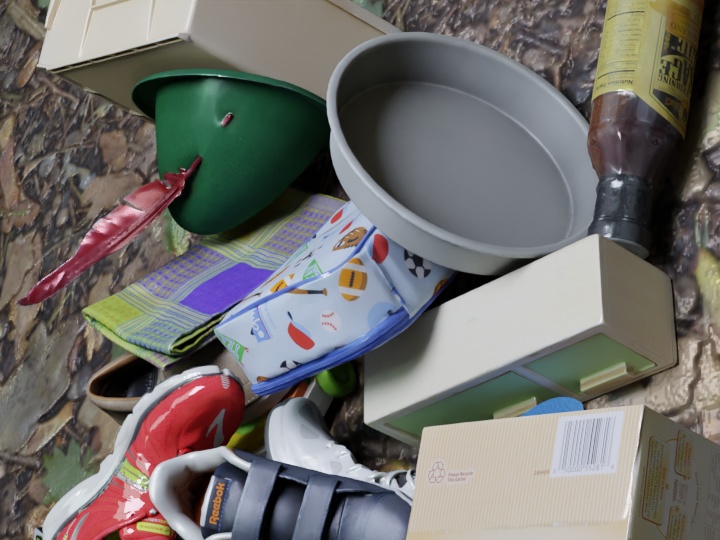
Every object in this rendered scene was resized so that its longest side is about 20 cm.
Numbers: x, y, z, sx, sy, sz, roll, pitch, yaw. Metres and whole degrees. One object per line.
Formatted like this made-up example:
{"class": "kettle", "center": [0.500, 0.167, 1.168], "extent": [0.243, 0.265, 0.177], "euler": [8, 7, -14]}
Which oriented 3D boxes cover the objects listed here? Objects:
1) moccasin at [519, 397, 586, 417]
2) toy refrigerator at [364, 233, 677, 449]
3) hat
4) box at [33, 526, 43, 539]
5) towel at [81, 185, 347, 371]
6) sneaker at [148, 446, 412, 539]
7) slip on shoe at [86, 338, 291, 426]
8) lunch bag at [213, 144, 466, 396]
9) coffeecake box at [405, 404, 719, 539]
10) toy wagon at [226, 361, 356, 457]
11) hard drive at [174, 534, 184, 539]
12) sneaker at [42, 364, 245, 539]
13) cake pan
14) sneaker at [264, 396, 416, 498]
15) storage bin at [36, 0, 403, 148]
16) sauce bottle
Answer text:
{"class": "moccasin", "center": [0.081, 0.169, 1.253], "extent": [0.200, 0.068, 0.080], "euler": [-50, 25, -9]}
{"class": "toy refrigerator", "center": [0.098, 0.054, 1.299], "extent": [0.199, 0.076, 0.070], "euler": [-26, 51, 37]}
{"class": "hat", "center": [-0.113, -0.037, 1.519], "extent": [0.199, 0.165, 0.178], "euler": [-4, 68, 45]}
{"class": "box", "center": [-0.191, 0.270, 1.498], "extent": [0.200, 0.034, 0.111], "euler": [22, 108, 57]}
{"class": "towel", "center": [-0.097, -0.002, 1.513], "extent": [0.199, 0.023, 0.143], "euler": [-34, 28, -21]}
{"class": "sneaker", "center": [-0.050, 0.160, 1.302], "extent": [0.199, 0.079, 0.079], "euler": [4, 74, 36]}
{"class": "slip on shoe", "center": [-0.120, 0.071, 1.487], "extent": [0.199, 0.060, 0.077], "euler": [-17, 56, 43]}
{"class": "lunch bag", "center": [0.000, 0.000, 1.378], "extent": [0.160, 0.076, 0.200], "euler": [-28, 10, 45]}
{"class": "coffeecake box", "center": [0.148, 0.142, 1.088], "extent": [0.153, 0.199, 0.074], "euler": [-11, 61, 45]}
{"class": "toy wagon", "center": [-0.072, 0.053, 1.525], "extent": [0.155, 0.039, 0.201], "euler": [-30, 49, 35]}
{"class": "hard drive", "center": [-0.100, 0.241, 1.432], "extent": [0.200, 0.033, 0.140], "euler": [42, 114, 52]}
{"class": "sneaker", "center": [-0.140, 0.156, 1.424], "extent": [0.200, 0.077, 0.085], "euler": [-51, 38, 15]}
{"class": "cake pan", "center": [0.067, -0.074, 1.330], "extent": [0.037, 0.199, 0.201], "euler": [117, 150, -43]}
{"class": "sneaker", "center": [0.014, 0.146, 1.359], "extent": [0.115, 0.076, 0.201], "euler": [-37, 52, 17]}
{"class": "storage bin", "center": [-0.112, -0.168, 1.571], "extent": [0.198, 0.199, 0.095], "euler": [-5, 67, 47]}
{"class": "sauce bottle", "center": [0.179, -0.104, 1.310], "extent": [0.066, 0.066, 0.202], "euler": [-9, 65, 46]}
